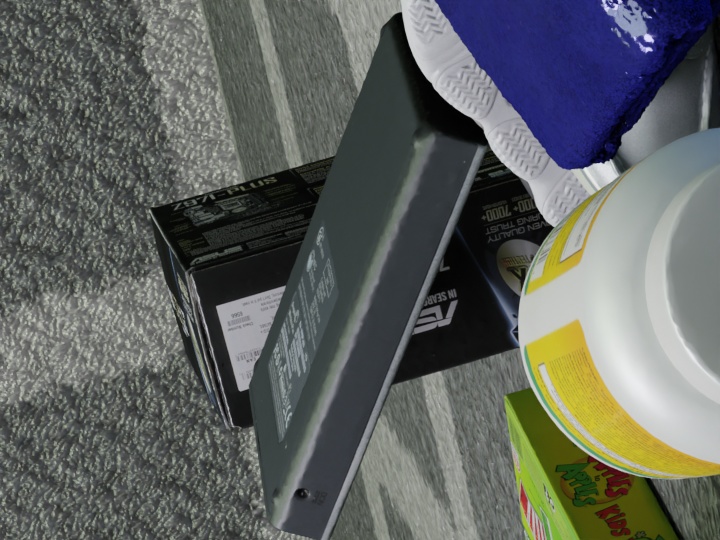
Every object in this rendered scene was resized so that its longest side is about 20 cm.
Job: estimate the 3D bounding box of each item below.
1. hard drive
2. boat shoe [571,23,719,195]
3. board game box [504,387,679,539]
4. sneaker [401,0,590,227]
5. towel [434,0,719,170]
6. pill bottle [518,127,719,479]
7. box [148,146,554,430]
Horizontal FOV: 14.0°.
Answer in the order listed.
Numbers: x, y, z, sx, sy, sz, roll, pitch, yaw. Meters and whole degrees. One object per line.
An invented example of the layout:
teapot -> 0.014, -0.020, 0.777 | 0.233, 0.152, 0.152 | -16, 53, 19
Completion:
hard drive -> 0.000, 0.000, 1.306 | 0.140, 0.033, 0.200 | -102, 30, -63
boat shoe -> 0.097, -0.110, 1.096 | 0.072, 0.070, 0.201 | -124, 22, -78
board game box -> 0.128, 0.152, 1.483 | 0.200, 0.048, 0.102 | -115, 12, -54
sneaker -> 0.061, -0.108, 1.216 | 0.200, 0.075, 0.114 | 54, -168, -42
towel -> 0.048, -0.141, 1.040 | 0.200, 0.049, 0.148 | 56, 162, 9
pill bottle -> 0.122, 0.012, 0.995 | 0.200, 0.113, 0.113 | 133, 122, -81
box -> 0.005, -0.004, 1.487 | 0.164, 0.200, 0.086 | -132, 27, -73
